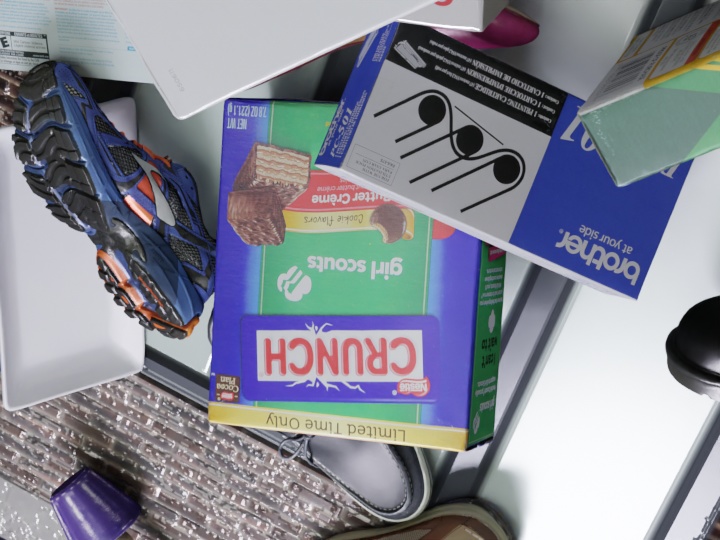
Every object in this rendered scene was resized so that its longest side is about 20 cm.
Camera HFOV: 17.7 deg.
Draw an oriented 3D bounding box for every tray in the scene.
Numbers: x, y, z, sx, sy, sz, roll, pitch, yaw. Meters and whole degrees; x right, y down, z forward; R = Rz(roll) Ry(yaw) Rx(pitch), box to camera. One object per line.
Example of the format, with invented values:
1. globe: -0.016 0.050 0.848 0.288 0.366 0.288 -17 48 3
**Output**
1. tray: -0.193 -0.012 1.498 0.022 0.107 0.200 31 129 47

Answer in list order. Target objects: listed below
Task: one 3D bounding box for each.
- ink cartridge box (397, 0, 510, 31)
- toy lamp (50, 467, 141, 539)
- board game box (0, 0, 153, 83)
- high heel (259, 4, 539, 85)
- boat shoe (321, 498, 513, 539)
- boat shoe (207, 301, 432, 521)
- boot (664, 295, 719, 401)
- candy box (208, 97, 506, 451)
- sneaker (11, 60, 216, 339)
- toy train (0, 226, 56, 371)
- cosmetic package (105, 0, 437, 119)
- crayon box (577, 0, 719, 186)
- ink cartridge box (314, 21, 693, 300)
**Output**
1. ink cartridge box: 0.021 -0.250 1.252 0.147 0.145 0.200 11 117 17
2. toy lamp: -0.140 0.223 1.606 0.058 0.058 0.200 -33 101 32
3. board game box: -0.158 -0.219 1.393 0.147 0.064 0.200 7 118 19
4. high heel: 0.003 -0.127 1.348 0.200 0.067 0.096 13 88 22
5. boat shoe: 0.007 0.212 1.525 0.200 0.074 0.076 -30 100 31
6. boat shoe: -0.030 0.087 1.489 0.075 0.062 0.200 -32 100 30
7. boot: 0.268 -0.013 1.299 0.211 0.079 0.158 -6 119 14
8. candy box: 0.000 0.000 1.385 0.169 0.077 0.200 4 95 20
9. sneaker: -0.148 -0.052 1.450 0.075 0.078 0.200 6 135 45
10. toy train: -0.300 -0.026 1.542 0.200 0.085 0.116 29 112 8
11. cosmetic package: -0.002 -0.190 1.086 0.199 0.200 0.123 -22 108 28
12. crayon box: 0.227 -0.121 1.238 0.200 0.126 0.052 -23 104 30
13. ink cartridge box: 0.083 -0.063 1.302 0.200 0.044 0.094 23 87 -22
